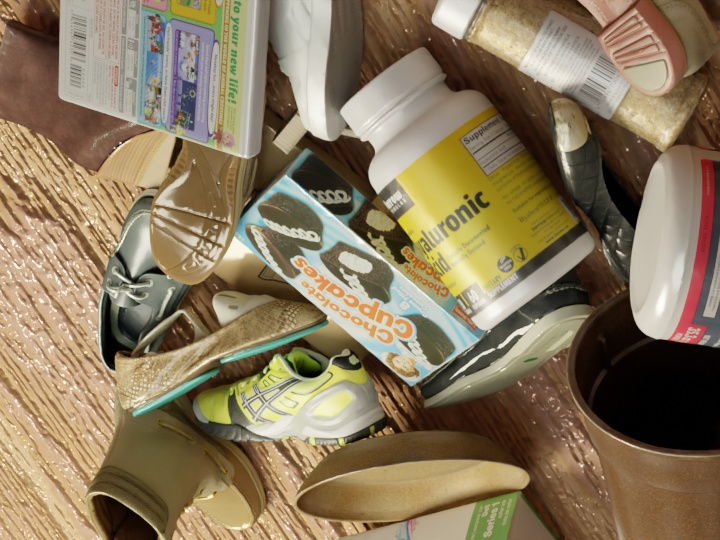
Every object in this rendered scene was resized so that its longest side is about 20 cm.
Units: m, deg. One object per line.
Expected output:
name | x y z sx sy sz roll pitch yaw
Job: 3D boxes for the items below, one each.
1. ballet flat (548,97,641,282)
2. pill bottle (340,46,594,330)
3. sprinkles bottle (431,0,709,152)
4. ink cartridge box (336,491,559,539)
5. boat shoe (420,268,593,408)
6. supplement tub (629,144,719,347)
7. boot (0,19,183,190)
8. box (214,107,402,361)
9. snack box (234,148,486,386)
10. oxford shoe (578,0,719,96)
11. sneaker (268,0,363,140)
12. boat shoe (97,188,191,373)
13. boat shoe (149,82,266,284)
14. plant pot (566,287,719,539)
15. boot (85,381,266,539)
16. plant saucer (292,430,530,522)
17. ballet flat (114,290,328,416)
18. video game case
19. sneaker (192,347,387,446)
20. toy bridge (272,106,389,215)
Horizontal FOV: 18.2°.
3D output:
ballet flat | 0.188 -0.063 1.676 0.057 0.067 0.200 -18 136 18
pill bottle | 0.076 -0.065 1.693 0.111 0.111 0.200 -39 87 38
sprinkles bottle | 0.152 -0.161 1.632 0.199 0.068 0.068 30 130 1
ink cartridge box | 0.084 0.286 1.955 0.199 0.084 0.145 -18 125 32
boat shoe | 0.113 0.054 1.816 0.200 0.072 0.068 -41 63 45
supplement tub | 0.302 -0.008 1.609 0.199 0.141 0.141 9 128 -2
boot | -0.208 -0.159 1.783 0.166 0.072 0.200 26 133 2
box | -0.046 -0.026 1.842 0.200 0.021 0.164 36 130 -3
snack box | 0.000 0.000 1.782 0.200 0.037 0.116 40 146 -7
oxford shoe | 0.182 -0.223 1.586 0.071 0.074 0.201 -21 98 57
sneaker | -0.063 -0.199 1.701 0.115 0.074 0.201 8 117 21
boat shoe | -0.182 0.014 1.884 0.073 0.062 0.200 28 140 7
boat shoe | -0.112 -0.078 1.775 0.071 0.065 0.201 28 125 10
plant pot | 0.268 0.139 1.728 0.199 0.201 0.199 5 133 20
boot | -0.160 0.200 1.954 0.072 0.156 0.200 -15 129 25
plant saucer | 0.041 0.169 1.877 0.199 0.036 0.200 -6 160 -2
ballet flat | -0.122 0.055 1.866 0.199 0.070 0.066 -25 85 14
video game case | -0.148 -0.200 1.685 0.181 0.022 0.201 19 119 26
sneaker | -0.062 0.102 1.908 0.199 0.075 0.077 -3 102 38
toy bridge | 0.028 -0.065 1.768 0.200 0.027 0.067 39 107 -6
